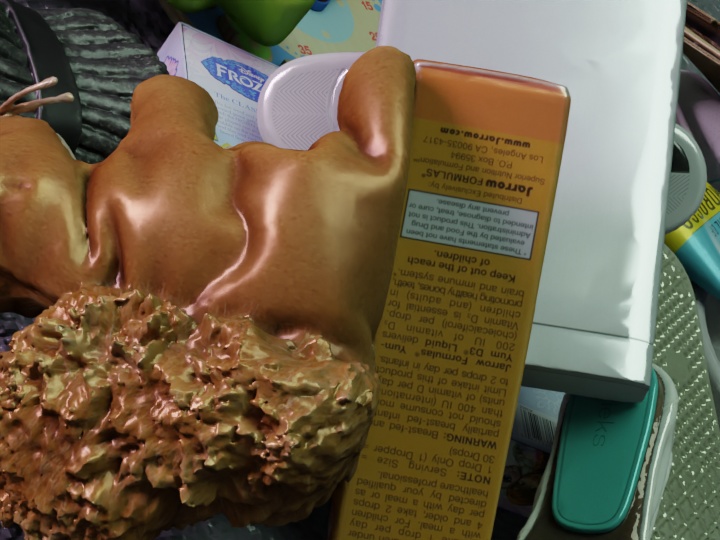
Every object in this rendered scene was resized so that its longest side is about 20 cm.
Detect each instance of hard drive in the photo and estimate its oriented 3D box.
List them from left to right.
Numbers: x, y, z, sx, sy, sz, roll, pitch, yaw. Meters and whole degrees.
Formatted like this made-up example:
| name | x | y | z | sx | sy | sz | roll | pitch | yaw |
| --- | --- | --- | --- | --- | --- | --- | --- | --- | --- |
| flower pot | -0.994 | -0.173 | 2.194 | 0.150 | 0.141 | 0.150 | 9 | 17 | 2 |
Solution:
| name | x | y | z | sx | sy | sz | roll | pitch | yaw |
| --- | --- | --- | --- | --- | --- | --- | --- | --- | --- |
| hard drive | 0.066 | -0.051 | 1.235 | 0.131 | 0.027 | 0.201 | 9 | 67 | -1 |

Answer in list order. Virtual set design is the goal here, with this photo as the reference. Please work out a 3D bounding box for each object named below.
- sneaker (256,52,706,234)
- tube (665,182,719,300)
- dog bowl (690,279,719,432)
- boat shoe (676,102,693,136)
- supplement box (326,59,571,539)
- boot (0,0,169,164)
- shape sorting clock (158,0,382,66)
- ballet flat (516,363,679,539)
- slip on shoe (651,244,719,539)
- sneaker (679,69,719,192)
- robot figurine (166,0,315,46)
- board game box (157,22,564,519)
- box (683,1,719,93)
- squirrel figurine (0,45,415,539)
| name | x | y | z | sx | sy | sz | roll | pitch | yaw |
| --- | --- | --- | --- | --- | --- | --- | --- | --- | --- |
| sneaker | 0.051 | -0.044 | 1.313 | 0.199 | 0.074 | 0.112 | 12 | -6 | 1 |
| tube | 0.125 | -0.049 | 1.416 | 0.200 | 0.051 | 0.077 | 39 | 38 | 10 |
| dog bowl | 0.214 | 0.076 | 1.414 | 0.199 | 0.059 | 0.201 | 27 | 34 | -20 |
| boat shoe | 0.134 | -0.108 | 1.551 | 0.072 | 0.066 | 0.201 | 22 | 36 | -27 |
| supplement box | 0.034 | 0.020 | 1.150 | 0.068 | 0.202 | 0.067 | 8 | 4 | -1 |
| boot | -0.176 | -0.114 | 1.212 | 0.157 | 0.079 | 0.212 | -3 | 62 | -40 |
| shape sorting clock | -0.026 | -0.135 | 1.441 | 0.199 | 0.039 | 0.201 | 27 | 34 | -20 |
| ballet flat | 0.091 | 0.127 | 1.197 | 0.069 | 0.069 | 0.201 | 32 | 56 | -12 |
| slip on shoe | 0.121 | 0.078 | 1.317 | 0.074 | 0.061 | 0.201 | 29 | 45 | -37 |
| sneaker | 0.227 | -0.041 | 1.555 | 0.070 | 0.080 | 0.201 | -1 | 48 | -45 |
| robot figurine | -0.080 | -0.200 | 1.333 | 0.175 | 0.116 | 0.200 | -40 | 90 | -18 |
| board game box | 0.000 | 0.000 | 1.296 | 0.199 | 0.041 | 0.200 | 23 | 35 | -25 |
| box | 0.248 | -0.078 | 1.565 | 0.163 | 0.021 | 0.200 | 35 | 3 | 19 |
| squirrel figurine | -0.086 | 0.011 | 1.083 | 0.185 | 0.142 | 0.201 | 10 | 49 | -8 |
